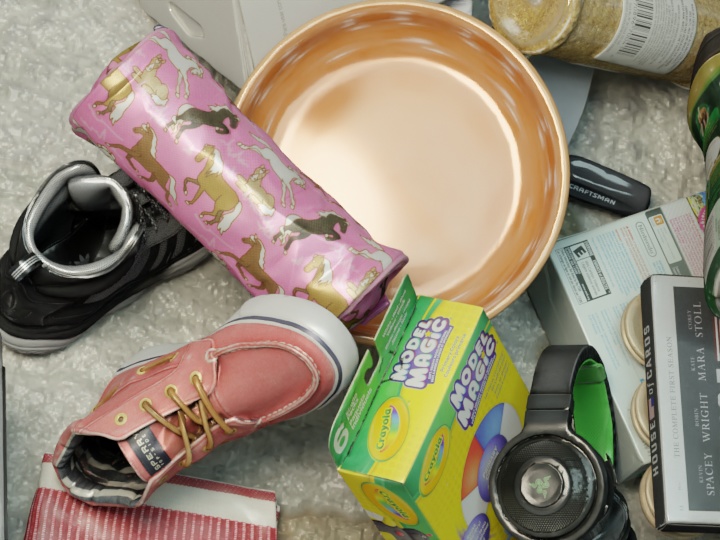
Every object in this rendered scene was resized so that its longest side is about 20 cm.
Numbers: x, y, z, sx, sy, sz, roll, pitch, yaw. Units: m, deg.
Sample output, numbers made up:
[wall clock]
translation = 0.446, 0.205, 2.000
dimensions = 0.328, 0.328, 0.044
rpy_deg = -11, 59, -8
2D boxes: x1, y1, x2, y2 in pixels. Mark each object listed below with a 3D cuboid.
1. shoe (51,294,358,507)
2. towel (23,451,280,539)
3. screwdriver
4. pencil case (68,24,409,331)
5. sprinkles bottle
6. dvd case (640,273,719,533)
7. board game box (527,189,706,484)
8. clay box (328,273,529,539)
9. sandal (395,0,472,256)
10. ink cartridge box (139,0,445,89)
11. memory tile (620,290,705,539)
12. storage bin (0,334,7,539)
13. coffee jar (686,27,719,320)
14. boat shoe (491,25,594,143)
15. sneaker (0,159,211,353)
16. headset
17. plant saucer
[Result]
[shoe]
translation = -0.088, 0.078, 1.464
dimensions = 0.072, 0.200, 0.091
rpy_deg = 53, 51, -16
[towel]
translation = -0.126, 0.209, 1.506
dimensions = 0.143, 0.023, 0.201
rpy_deg = 11, 66, -7
[screwdriver]
translation = 0.087, -0.077, 1.661
dimensions = 0.199, 0.029, 0.028
rpy_deg = 23, 66, -5
[pencil case]
translation = -0.066, -0.042, 1.475
dimensions = 0.200, 0.083, 0.087
rpy_deg = 44, 44, 5
[sprinkles bottle]
translation = 0.163, -0.152, 1.632
dimensions = 0.200, 0.068, 0.069
rpy_deg = 6, 63, -48
[dvd case]
translation = 0.263, 0.080, 1.560
dimensions = 0.199, 0.025, 0.151
rpy_deg = 3, 70, -13
[board game box]
translation = 0.219, 0.028, 1.632
dimensions = 0.199, 0.064, 0.148
rpy_deg = -18, 75, -17
[clay box]
translation = 0.051, 0.102, 1.496
dimensions = 0.047, 0.200, 0.115
rpy_deg = 11, 62, 28
[sandal]
translation = 0.024, -0.088, 1.624
dimensions = 0.079, 0.059, 0.208
rpy_deg = 3, 63, 10
[ink cartridge box]
translation = -0.024, -0.205, 1.618
dimensions = 0.199, 0.084, 0.145
rpy_deg = -27, 40, -21
[memory tile]
translation = 0.252, 0.081, 1.579
dimensions = 0.199, 0.017, 0.154
rpy_deg = -2, 71, -15
[storage bin]
translation = -0.240, 0.141, 1.441
dimensions = 0.093, 0.135, 0.201
rpy_deg = 0, 69, -13
[coffee jar]
translation = 0.247, -0.058, 1.574
dimensions = 0.104, 0.086, 0.201
rpy_deg = 6, 45, -4
[boat shoe]
translation = 0.101, -0.133, 1.664
dimensions = 0.070, 0.066, 0.201
rpy_deg = 47, 55, -39
[sneaker]
translation = -0.129, -0.034, 1.546
dimensions = 0.200, 0.114, 0.076
rpy_deg = -39, 82, -23
[headset]
translation = 0.127, 0.137, 1.495
dimensions = 0.094, 0.124, 0.201
rpy_deg = -1, 60, 19
[plant saucer]
translation = 0.020, -0.054, 1.542
dimensions = 0.199, 0.037, 0.201
rpy_deg = 0, 82, -1
